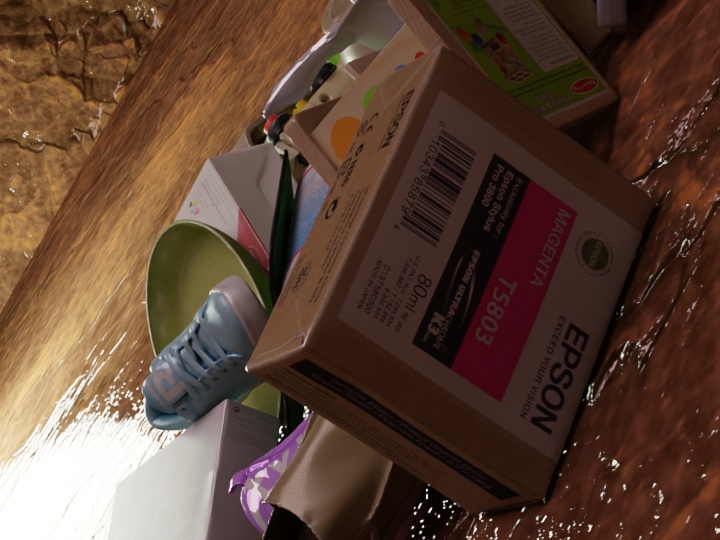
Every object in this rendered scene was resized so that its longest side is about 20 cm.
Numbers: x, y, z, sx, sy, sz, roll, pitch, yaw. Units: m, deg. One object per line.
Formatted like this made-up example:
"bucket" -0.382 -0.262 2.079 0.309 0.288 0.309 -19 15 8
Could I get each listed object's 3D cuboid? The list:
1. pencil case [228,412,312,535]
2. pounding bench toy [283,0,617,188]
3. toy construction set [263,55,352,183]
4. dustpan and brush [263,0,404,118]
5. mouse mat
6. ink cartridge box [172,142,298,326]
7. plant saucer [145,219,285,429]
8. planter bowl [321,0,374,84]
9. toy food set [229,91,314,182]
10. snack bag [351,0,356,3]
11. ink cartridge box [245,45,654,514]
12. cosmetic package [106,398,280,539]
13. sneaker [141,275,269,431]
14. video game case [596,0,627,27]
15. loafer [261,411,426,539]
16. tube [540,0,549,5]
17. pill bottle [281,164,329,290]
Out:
"pencil case" 0.006 0.094 1.088 0.200 0.085 0.084 -51 14 25
"pounding bench toy" 0.075 -0.109 1.180 0.200 0.124 0.156 -27 -15 -50
"toy construction set" -0.027 -0.107 1.505 0.131 0.092 0.200 93 -163 -63
"dustpan and brush" 0.008 -0.176 1.204 0.200 0.057 0.140 -56 0 4
"mouse mat" -0.052 0.031 1.295 0.161 0.008 0.200 -86 -6 -59
"ink cartridge box" -0.106 0.001 1.468 0.067 0.117 0.200 -19 -23 -34
"plant saucer" -0.108 0.054 1.405 0.031 0.200 0.200 -15 -10 -33
"planter bowl" 0.055 -0.206 1.404 0.200 0.135 0.200 -50 18 23
"toy food set" -0.076 -0.088 1.613 0.200 0.060 0.144 -38 -13 -52
"snack bag" 0.052 -0.272 1.315 0.189 0.021 0.200 -42 53 7
"ink cartridge box" 0.054 0.006 0.964 0.075 0.165 0.200 -25 37 58
"cosmetic package" -0.135 0.204 1.319 0.200 0.052 0.151 -38 35 49
"sneaker" -0.116 0.075 1.298 0.082 0.074 0.200 -33 -15 -26
"video game case" 0.169 -0.290 1.202 0.200 0.022 0.182 -78 -17 -57
"loafer" -0.011 0.128 1.015 0.076 0.067 0.200 27 111 36
"tube" 0.096 -0.167 1.288 0.200 0.050 0.077 -46 15 13
"pill bottle" 0.000 0.000 1.235 0.109 0.109 0.200 -50 18 27
